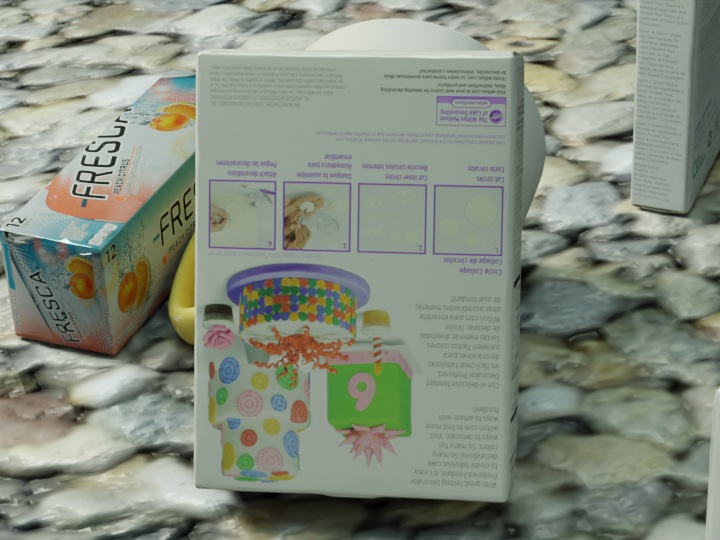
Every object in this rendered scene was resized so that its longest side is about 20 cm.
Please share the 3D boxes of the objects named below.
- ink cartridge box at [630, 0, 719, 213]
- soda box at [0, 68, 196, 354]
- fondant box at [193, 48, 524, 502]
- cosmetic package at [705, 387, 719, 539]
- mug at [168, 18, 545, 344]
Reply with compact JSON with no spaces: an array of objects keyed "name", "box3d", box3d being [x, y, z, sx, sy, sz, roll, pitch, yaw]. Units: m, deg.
[{"name":"ink cartridge box","box3d":[0.201,-0.165,1.243,0.043,0.201,0.196,9,32,19]},{"name":"soda box","box3d":[-0.120,-0.037,1.175,0.063,0.069,0.200,10,34,20]},{"name":"fondant box","box3d":[0.000,0.000,0.973,0.143,0.201,0.058,2,5,7]},{"name":"cosmetic package","box3d":[0.280,0.092,0.877,0.199,0.124,0.200,25,39,38]},{"name":"mug","box3d":[0.004,-0.012,1.096,0.149,0.187,0.154,28,39,-11]}]
